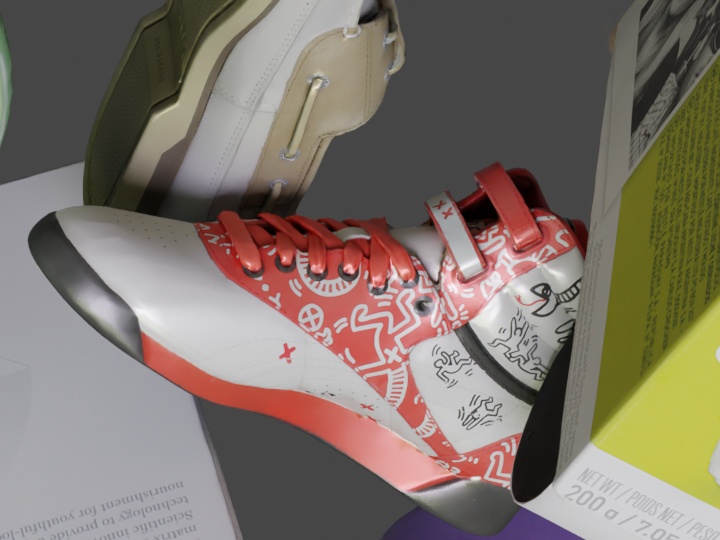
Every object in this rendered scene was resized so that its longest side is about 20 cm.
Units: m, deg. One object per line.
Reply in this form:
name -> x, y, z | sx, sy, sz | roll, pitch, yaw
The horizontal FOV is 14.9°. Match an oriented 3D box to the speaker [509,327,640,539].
speaker -> 0.148, 0.080, 0.852 | 0.199, 0.081, 0.081 | 28, 135, -10

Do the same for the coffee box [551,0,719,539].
coffee box -> 0.193, -0.023, 0.765 | 0.199, 0.201, 0.198 | 25, 135, -12

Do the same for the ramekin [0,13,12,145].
ramekin -> -0.202, -0.067, 0.837 | 0.199, 0.098, 0.200 | -18, 142, -14

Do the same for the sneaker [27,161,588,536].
sneaker -> 0.000, 0.000, 0.879 | 0.201, 0.067, 0.108 | 30, 107, -28

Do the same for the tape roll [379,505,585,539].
tape roll -> 0.089, 0.174, 1.079 | 0.199, 0.085, 0.201 | 8, 137, 8

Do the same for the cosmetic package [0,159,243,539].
cosmetic package -> -0.142, 0.095, 0.926 | 0.198, 0.201, 0.123 | -16, 141, -5

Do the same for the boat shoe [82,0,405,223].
boat shoe -> -0.022, -0.081, 0.866 | 0.068, 0.075, 0.200 | 13, 139, -22
